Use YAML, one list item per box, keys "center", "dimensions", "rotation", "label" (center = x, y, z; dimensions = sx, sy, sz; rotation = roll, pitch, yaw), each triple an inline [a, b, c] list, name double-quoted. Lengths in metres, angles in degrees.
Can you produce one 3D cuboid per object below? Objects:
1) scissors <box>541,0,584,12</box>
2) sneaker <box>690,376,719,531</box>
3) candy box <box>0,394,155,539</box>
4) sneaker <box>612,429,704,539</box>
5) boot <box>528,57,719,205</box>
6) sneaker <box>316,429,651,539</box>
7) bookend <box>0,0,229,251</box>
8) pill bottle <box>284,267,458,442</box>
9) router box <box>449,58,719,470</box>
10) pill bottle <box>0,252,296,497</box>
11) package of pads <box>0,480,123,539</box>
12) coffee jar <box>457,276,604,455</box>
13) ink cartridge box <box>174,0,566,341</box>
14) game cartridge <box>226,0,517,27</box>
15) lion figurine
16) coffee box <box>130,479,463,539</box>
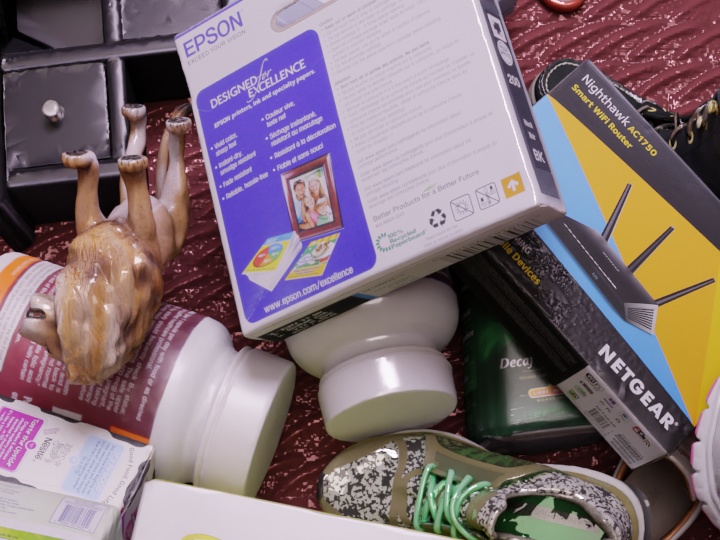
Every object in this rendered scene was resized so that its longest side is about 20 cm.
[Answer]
- center: [0.122, -0.281, 0.983]
  dimensions: [0.073, 0.014, 0.201]
  rotation: [-28, 77, -5]
  label: "scissors"
- center: [0.250, 0.144, 0.751]
  dimensions: [0.081, 0.088, 0.202]
  rotation: [-15, 95, -42]
  label: "sneaker"
- center: [-0.226, 0.136, 0.803]
  dimensions: [0.198, 0.137, 0.061]
  rotation: [17, 46, 6]
  label: "candy box"
- center: [0.214, 0.107, 0.833]
  dimensions: [0.073, 0.085, 0.201]
  rotation: [34, 76, 12]
  label: "sneaker"
- center: [0.206, -0.093, 0.851]
  dimensions: [0.203, 0.154, 0.073]
  rotation: [42, 71, 11]
  label: "boot"
- center: [0.067, 0.132, 0.767]
  dimensions: [0.198, 0.089, 0.078]
  rotation: [5, 81, 13]
  label: "sneaker"
- center: [-0.156, -0.131, 0.906]
  dimensions: [0.196, 0.092, 0.202]
  rotation: [-6, 75, -1]
  label: "bookend"
- center: [0.000, 0.000, 0.841]
  dimensions: [0.111, 0.113, 0.202]
  rotation: [-11, 65, -2]
  label: "pill bottle"
- center: [0.150, -0.006, 0.801]
  dimensions: [0.149, 0.051, 0.200]
  rotation: [-41, 87, -25]
  label: "router box"
- center: [-0.148, 0.072, 0.836]
  dimensions: [0.198, 0.114, 0.115]
  rotation: [18, 75, 7]
  label: "pill bottle"
- center: [-0.208, 0.194, 0.756]
  dimensions: [0.153, 0.201, 0.069]
  rotation: [10, 45, 7]
  label: "package of pads"
- center: [0.108, 0.013, 0.861]
  dimensions: [0.103, 0.085, 0.202]
  rotation: [-6, 73, -3]
  label: "coffee jar"
- center: [-0.003, -0.086, 0.765]
  dimensions: [0.197, 0.043, 0.202]
  rotation: [-24, 71, 25]
  label: "ink cartridge box"
- center: [0.004, -0.176, 0.887]
  dimensions: [0.133, 0.041, 0.200]
  rotation: [29, 42, 20]
  label: "game cartridge"
- center: [-0.133, -0.022, 0.794]
  dimensions: [0.072, 0.200, 0.124]
  rotation: [4, 112, 16]
  label: "lion figurine"
- center: [-0.032, 0.242, 0.738]
  dimensions: [0.198, 0.200, 0.200]
  rotation: [11, 73, 5]
  label: "coffee box"
